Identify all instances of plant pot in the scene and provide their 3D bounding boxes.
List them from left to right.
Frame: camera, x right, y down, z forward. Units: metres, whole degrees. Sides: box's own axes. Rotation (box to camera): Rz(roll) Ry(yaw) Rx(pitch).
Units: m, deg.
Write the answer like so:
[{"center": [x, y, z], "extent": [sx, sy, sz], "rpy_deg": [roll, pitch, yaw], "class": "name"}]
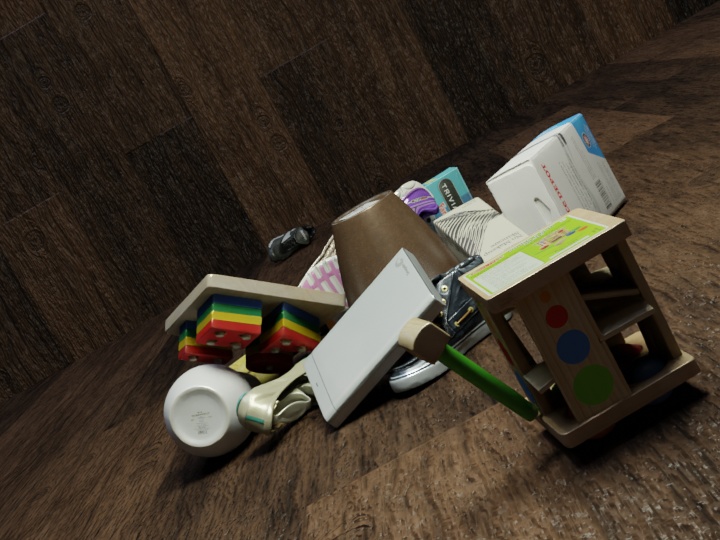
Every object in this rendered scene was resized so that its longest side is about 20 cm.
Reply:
[{"center": [0.047, 0.003, 1.483], "extent": [0.186, 0.201, 0.187], "rpy_deg": [-29, 9, 5], "class": "plant pot"}]

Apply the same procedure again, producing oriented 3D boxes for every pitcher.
[{"center": [-0.173, 0.181, 1.518], "extent": [0.170, 0.123, 0.200], "rpy_deg": [-13, -1, 6], "class": "pitcher"}]

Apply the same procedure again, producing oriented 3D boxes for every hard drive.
[{"center": [0.013, 0.080, 1.358], "extent": [0.200, 0.027, 0.132], "rpy_deg": [-49, 30, 12], "class": "hard drive"}]

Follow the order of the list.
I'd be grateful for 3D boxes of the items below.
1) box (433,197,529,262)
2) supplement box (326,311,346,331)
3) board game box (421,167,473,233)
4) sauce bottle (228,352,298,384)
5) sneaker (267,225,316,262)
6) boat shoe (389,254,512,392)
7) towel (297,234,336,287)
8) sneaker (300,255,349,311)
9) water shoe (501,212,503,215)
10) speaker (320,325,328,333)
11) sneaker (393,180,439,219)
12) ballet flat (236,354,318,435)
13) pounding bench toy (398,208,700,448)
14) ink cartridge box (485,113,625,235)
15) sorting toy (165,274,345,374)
[{"center": [0.176, -0.029, 1.512], "extent": [0.082, 0.069, 0.200], "rpy_deg": [-29, 25, -7], "class": "box"}, {"center": [0.046, 0.043, 1.677], "extent": [0.199, 0.074, 0.126], "rpy_deg": [-31, 9, 4], "class": "supplement box"}, {"center": [0.100, -0.050, 1.775], "extent": [0.199, 0.152, 0.047], "rpy_deg": [-31, 10, -8], "class": "board game box"}, {"center": [-0.156, 0.153, 1.746], "extent": [0.064, 0.065, 0.200], "rpy_deg": [-20, 11, 47], "class": "sauce bottle"}, {"center": [-0.195, -0.086, 3.218], "extent": [0.090, 0.067, 0.200], "rpy_deg": [-26, 7, 36], "class": "sneaker"}, {"center": [0.094, 0.063, 1.351], "extent": [0.200, 0.091, 0.071], "rpy_deg": [-35, 10, -32], "class": "boat shoe"}, {"center": [-0.067, 0.030, 1.714], "extent": [0.201, 0.034, 0.133], "rpy_deg": [-56, -11, -20], "class": "towel"}, {"center": [0.000, 0.000, 1.610], "extent": [0.199, 0.081, 0.088], "rpy_deg": [-29, 4, -15], "class": "sneaker"}, {"center": [0.205, -0.031, 1.679], "extent": [0.200, 0.071, 0.079], "rpy_deg": [-38, -16, -34], "class": "water shoe"}, {"center": [-0.030, 0.047, 1.881], "extent": [0.199, 0.082, 0.081], "rpy_deg": [-24, 10, 28], "class": "speaker"}, {"center": [0.044, -0.046, 1.688], "extent": [0.200, 0.083, 0.081], "rpy_deg": [-49, -10, -6], "class": "sneaker"}, {"center": [-0.079, 0.163, 1.452], "extent": [0.069, 0.070, 0.199], "rpy_deg": [-22, 4, 39], "class": "ballet flat"}, {"center": [0.149, 0.069, 0.921], "extent": [0.199, 0.157, 0.124], "rpy_deg": [-30, 10, -2], "class": "pounding bench toy"}, {"center": [0.280, -0.114, 1.567], "extent": [0.085, 0.147, 0.200], "rpy_deg": [-23, 10, 41], "class": "ink cartridge box"}, {"center": [-0.148, 0.084, 1.526], "extent": [0.197, 0.070, 0.200], "rpy_deg": [9, -25, -24], "class": "sorting toy"}]
